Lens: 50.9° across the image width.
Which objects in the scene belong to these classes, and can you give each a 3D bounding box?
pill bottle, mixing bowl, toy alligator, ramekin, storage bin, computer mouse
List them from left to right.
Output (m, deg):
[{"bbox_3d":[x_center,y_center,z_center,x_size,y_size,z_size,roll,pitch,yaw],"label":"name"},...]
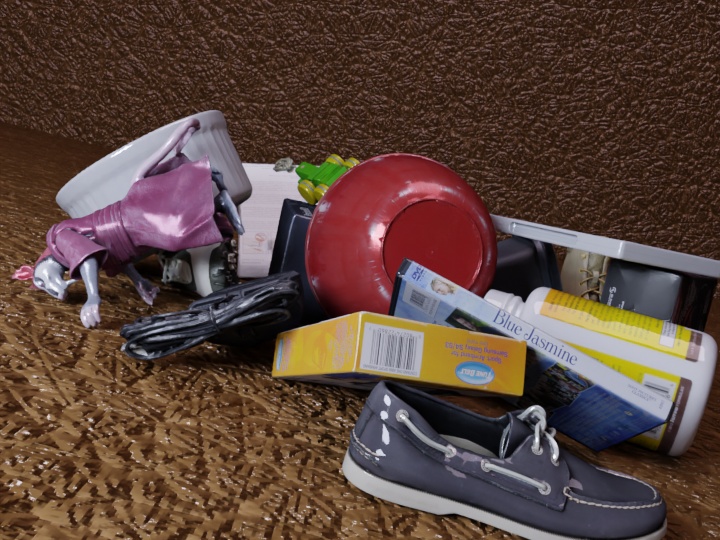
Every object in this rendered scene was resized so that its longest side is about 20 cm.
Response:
[{"bbox_3d":[-0.215,-0.082,0.824,0.200,0.098,0.200,-29,6,3],"label":"ramekin"},{"bbox_3d":[-0.096,0.040,0.618,0.137,0.053,0.200,-16,3,6],"label":"computer mouse"},{"bbox_3d":[-0.041,-0.099,0.894,0.200,0.059,0.054,22,-29,56],"label":"toy alligator"},{"bbox_3d":[0.053,-0.017,0.720,0.199,0.202,0.108,12,-1,-13],"label":"mixing bowl"},{"bbox_3d":[0.180,0.028,0.993,0.133,0.147,0.200,-13,7,5],"label":"storage bin"},{"bbox_3d":[0.200,0.082,0.675,0.199,0.110,0.109,17,9,20],"label":"pill bottle"}]

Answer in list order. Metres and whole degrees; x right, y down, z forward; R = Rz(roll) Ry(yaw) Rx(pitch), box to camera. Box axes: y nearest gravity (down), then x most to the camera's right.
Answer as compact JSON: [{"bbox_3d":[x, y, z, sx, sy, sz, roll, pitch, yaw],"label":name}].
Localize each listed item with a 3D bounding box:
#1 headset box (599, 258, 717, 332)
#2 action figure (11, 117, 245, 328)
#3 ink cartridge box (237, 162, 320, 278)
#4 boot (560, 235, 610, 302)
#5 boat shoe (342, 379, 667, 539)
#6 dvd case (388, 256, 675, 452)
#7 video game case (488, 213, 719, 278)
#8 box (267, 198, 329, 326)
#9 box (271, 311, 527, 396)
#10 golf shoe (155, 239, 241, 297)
[{"bbox_3d":[0.302,0.069,0.796,0.075,0.150,0.199,17,9,34],"label":"headset box"},{"bbox_3d":[-0.208,-0.038,0.658,0.199,0.150,0.134,-21,5,-9],"label":"action figure"},{"bbox_3d":[-0.088,-0.060,1.039,0.161,0.201,0.050,1,-34,-9],"label":"ink cartridge box"},{"bbox_3d":[0.360,0.024,1.172,0.072,0.157,0.200,12,8,-9],"label":"boot"},{"bbox_3d":[0.092,0.112,0.443,0.198,0.063,0.073,13,9,-4],"label":"boat shoe"},{"bbox_3d":[0.110,0.068,0.559,0.199,0.018,0.143,29,-19,9],"label":"dvd case"},{"bbox_3d":[0.233,-0.028,0.760,0.142,0.018,0.200,8,7,-30],"label":"video game case"},{"bbox_3d":[0.000,0.000,0.871,0.198,0.118,0.197,11,8,-11],"label":"box"},{"bbox_3d":[0.014,0.066,0.546,0.118,0.042,0.200,11,-14,-20],"label":"box"},{"bbox_3d":[-0.168,0.002,0.790,0.087,0.078,0.200,-8,9,-12],"label":"golf shoe"}]
